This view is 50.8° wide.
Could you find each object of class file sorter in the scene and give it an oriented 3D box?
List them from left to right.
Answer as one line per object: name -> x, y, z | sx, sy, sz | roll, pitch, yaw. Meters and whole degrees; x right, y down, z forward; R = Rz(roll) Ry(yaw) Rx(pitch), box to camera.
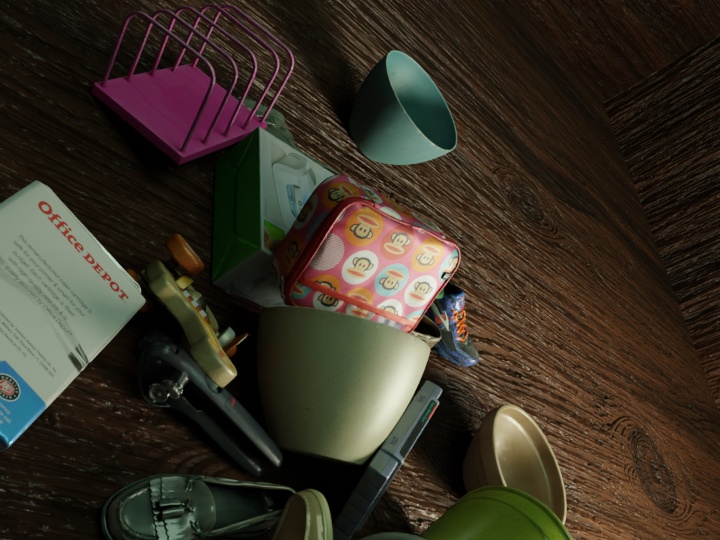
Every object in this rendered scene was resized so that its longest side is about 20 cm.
file sorter -> -0.193, -0.241, 0.929 | 0.139, 0.125, 0.200 | 39, 31, 5

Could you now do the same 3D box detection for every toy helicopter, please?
toy helicopter -> -0.159, 0.059, 0.749 | 0.132, 0.079, 0.200 | 56, -6, -34

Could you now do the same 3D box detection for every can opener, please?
can opener -> -0.149, 0.140, 0.774 | 0.200, 0.063, 0.079 | 48, 32, -19

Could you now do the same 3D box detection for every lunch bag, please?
lunch bag -> 0.000, 0.000, 0.881 | 0.200, 0.176, 0.082 | 22, 20, -37

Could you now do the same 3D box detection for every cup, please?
cup -> -0.032, 0.138, 0.853 | 0.200, 0.200, 0.143 | 28, 67, -42

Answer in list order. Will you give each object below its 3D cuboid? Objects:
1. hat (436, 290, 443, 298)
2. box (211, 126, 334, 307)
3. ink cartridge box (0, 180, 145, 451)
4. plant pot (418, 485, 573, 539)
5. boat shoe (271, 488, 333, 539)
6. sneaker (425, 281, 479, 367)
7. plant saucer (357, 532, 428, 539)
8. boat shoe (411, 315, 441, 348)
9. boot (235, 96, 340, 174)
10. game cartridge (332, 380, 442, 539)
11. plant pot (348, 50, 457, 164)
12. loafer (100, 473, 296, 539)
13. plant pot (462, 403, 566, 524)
hat -> 0.001, 0.028, 1.052 | 0.166, 0.176, 0.200 | 45, 16, -16
box -> -0.095, -0.050, 0.982 | 0.176, 0.097, 0.200 | 29, 42, -38
ink cartridge box -> -0.295, 0.038, 0.623 | 0.146, 0.084, 0.200 | 52, 31, -15
plant pot -> 0.122, 0.366, 0.865 | 0.193, 0.200, 0.201 | 2, 63, -50
boat shoe -> -0.077, 0.300, 0.700 | 0.064, 0.071, 0.200 | 24, 66, -30
sneaker -> 0.142, 0.068, 1.249 | 0.200, 0.078, 0.075 | 60, 31, 0
plant saucer -> 0.048, 0.360, 0.754 | 0.050, 0.200, 0.200 | 14, 53, -62
boat shoe -> 0.044, 0.054, 1.118 | 0.202, 0.075, 0.075 | 38, 37, -33
boot -> -0.102, -0.181, 1.114 | 0.200, 0.068, 0.131 | 18, 45, -50
game cartridge -> 0.036, 0.226, 0.915 | 0.038, 0.130, 0.200 | 36, 31, 7
plant pot -> 0.059, -0.268, 1.350 | 0.200, 0.135, 0.200 | 36, 39, -36
loafer -> -0.143, 0.220, 0.715 | 0.200, 0.063, 0.072 | 16, 52, -50
plant pot -> 0.220, 0.312, 1.147 | 0.201, 0.093, 0.201 | 35, 40, -35
